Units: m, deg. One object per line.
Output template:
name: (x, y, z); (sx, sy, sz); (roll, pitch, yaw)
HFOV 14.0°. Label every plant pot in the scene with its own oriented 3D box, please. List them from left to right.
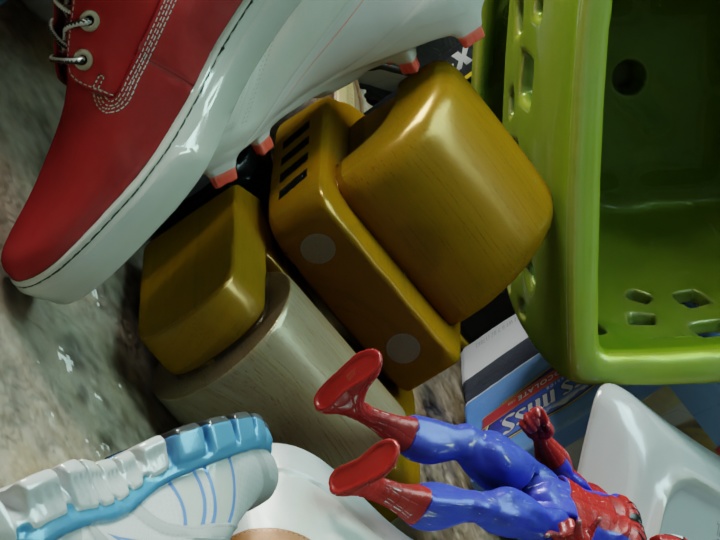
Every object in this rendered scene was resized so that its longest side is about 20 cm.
plant pot: (0.151, -0.070, 1.326); (0.181, 0.199, 0.200); (-143, -127, -66)

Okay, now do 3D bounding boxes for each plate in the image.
plate: (0.139, 0.170, 1.277); (0.200, 0.032, 0.200); (32, 67, -53)

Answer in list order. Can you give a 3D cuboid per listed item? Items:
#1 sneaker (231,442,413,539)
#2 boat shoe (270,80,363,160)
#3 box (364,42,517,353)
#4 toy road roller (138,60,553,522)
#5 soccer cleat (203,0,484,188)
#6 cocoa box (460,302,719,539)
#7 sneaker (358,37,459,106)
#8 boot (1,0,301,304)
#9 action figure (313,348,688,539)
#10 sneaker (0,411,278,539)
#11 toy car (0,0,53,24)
sneaker: (0.017, 0.150, 1.119); (0.200, 0.073, 0.085); (34, 29, -28)
boat shoe: (-0.051, -0.126, 1.399); (0.068, 0.072, 0.200); (40, 24, -40)
box: (0.104, -0.054, 1.473); (0.160, 0.200, 0.049); (49, 15, -22)
toy road roller: (0.000, 0.000, 1.191); (0.123, 0.146, 0.200); (49, 19, -22)
soccer cleat: (-0.041, -0.093, 1.184); (0.078, 0.200, 0.069); (65, -14, -20)
cocoa box: (0.159, 0.106, 1.455); (0.200, 0.133, 0.131); (50, 19, -23)
sneaker: (0.038, -0.076, 1.540); (0.200, 0.121, 0.084); (15, 39, -2)
boot: (-0.107, -0.100, 1.069); (0.144, 0.200, 0.072); (35, -10, -28)
action figure: (0.067, 0.089, 1.147); (0.200, 0.052, 0.065); (29, 34, -43)
sneaker: (-0.077, 0.102, 0.957); (0.200, 0.075, 0.087); (-18, 83, -64)
toy car: (-0.116, -0.170, 1.221); (0.177, 0.184, 0.200); (62, -11, 17)
